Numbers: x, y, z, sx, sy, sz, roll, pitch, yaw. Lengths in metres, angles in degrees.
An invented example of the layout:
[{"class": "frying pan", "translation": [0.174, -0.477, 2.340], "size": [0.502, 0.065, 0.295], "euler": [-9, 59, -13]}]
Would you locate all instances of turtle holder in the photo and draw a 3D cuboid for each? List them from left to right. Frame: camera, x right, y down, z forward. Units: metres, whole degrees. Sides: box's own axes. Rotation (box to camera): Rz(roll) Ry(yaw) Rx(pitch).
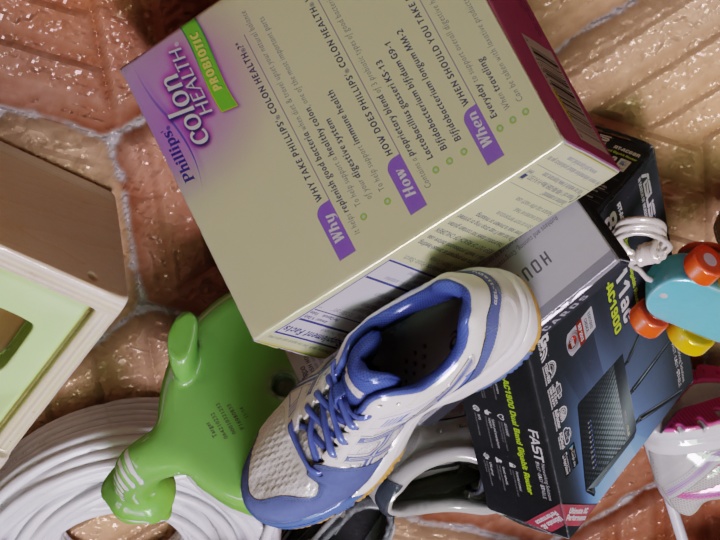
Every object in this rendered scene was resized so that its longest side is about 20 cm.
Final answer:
[{"class": "turtle holder", "translation": [-0.050, 0.093, 1.632], "size": [0.186, 0.141, 0.132], "euler": [-55, 166, -10]}]

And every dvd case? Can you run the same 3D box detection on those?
[{"class": "dvd case", "translation": [0.037, -0.038, 1.554], "size": [0.150, 0.200, 0.025], "euler": [-40, 160, 19]}]

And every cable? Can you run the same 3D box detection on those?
[{"class": "cable", "translation": [-0.150, 0.168, 1.765], "size": [0.200, 0.069, 0.200], "euler": [2, 130, -12]}]

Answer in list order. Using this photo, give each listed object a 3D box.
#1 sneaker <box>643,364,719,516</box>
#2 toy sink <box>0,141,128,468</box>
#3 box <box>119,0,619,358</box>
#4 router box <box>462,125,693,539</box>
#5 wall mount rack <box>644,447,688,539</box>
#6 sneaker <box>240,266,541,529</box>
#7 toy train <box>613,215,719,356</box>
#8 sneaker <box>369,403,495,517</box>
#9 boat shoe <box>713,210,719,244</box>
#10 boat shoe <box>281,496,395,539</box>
[{"class": "sneaker", "translation": [0.268, 0.103, 1.777], "size": [0.200, 0.081, 0.088], "euler": [-7, 123, -4]}, {"class": "toy sink", "translation": [-0.241, 0.032, 1.603], "size": [0.130, 0.112, 0.200], "euler": [26, 120, -28]}, {"class": "box", "translation": [0.004, -0.080, 1.503], "size": [0.200, 0.176, 0.097], "euler": [-33, 161, 15]}, {"class": "router box", "translation": [0.124, 0.037, 1.657], "size": [0.062, 0.150, 0.200], "euler": [18, 141, 32]}, {"class": "wall mount rack", "translation": [0.269, 0.173, 1.853], "size": [0.200, 0.075, 0.174], "euler": [-17, 134, 3]}, {"class": "sneaker", "translation": [0.000, 0.062, 1.498], "size": [0.200, 0.075, 0.088], "euler": [-42, 157, 16]}, {"class": "toy train", "translation": [0.246, -0.015, 1.606], "size": [0.200, 0.056, 0.150], "euler": [-4, 138, 11]}, {"class": "sneaker", "translation": [0.091, 0.118, 1.756], "size": [0.200, 0.071, 0.073], "euler": [-11, 137, -16]}, {"class": "boat shoe", "translation": [0.285, 0.014, 1.727], "size": [0.200, 0.072, 0.076], "euler": [26, 136, -27]}, {"class": "boat shoe", "translation": [-0.027, 0.205, 1.818], "size": [0.073, 0.068, 0.199], "euler": [18, 124, -24]}]
